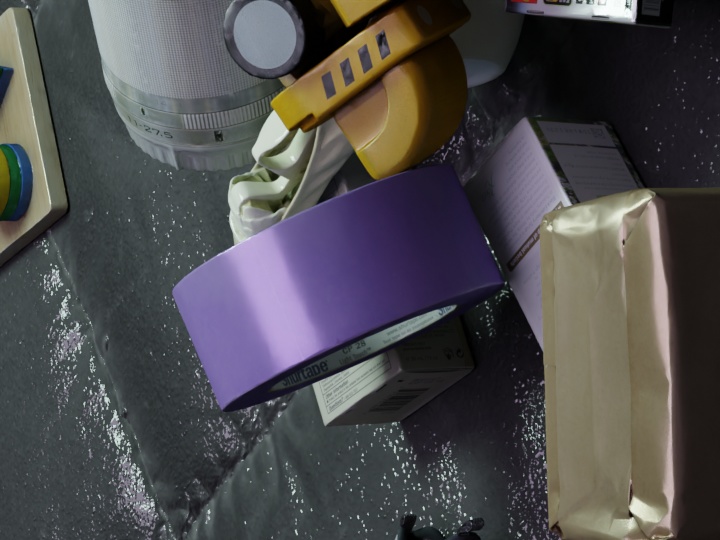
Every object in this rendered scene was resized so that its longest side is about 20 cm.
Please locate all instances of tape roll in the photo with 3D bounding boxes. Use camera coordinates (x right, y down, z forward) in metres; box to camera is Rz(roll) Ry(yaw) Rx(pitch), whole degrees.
[{"bbox_3d":[-0.014,0.012,1.465,0.200,0.199,0.085,-30,81,48],"label":"tape roll"}]

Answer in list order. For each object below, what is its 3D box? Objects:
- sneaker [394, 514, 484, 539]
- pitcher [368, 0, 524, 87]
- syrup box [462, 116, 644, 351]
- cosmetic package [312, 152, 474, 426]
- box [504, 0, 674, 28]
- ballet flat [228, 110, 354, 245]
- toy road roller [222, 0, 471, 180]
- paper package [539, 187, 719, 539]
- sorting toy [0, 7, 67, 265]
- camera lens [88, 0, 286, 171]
[{"bbox_3d":[0.071,0.235,1.547,0.200,0.077,0.141,36,118,46],"label":"sneaker"},{"bbox_3d":[0.021,-0.224,1.539,0.121,0.170,0.202,109,154,-78],"label":"pitcher"},{"bbox_3d":[0.150,0.005,1.442,0.082,0.078,0.201,-49,54,39],"label":"syrup box"},{"bbox_3d":[0.000,0.000,1.640,0.103,0.073,0.201,-36,62,46],"label":"cosmetic package"},{"bbox_3d":[0.144,-0.248,1.353,0.110,0.035,0.202,13,100,48],"label":"box"},{"bbox_3d":[-0.056,-0.068,1.601,0.201,0.069,0.070,-58,48,34],"label":"ballet flat"},{"bbox_3d":[0.029,-0.150,1.418,0.199,0.123,0.146,-33,92,27],"label":"toy road roller"},{"bbox_3d":[0.203,0.051,1.276,0.103,0.199,0.192,-3,88,52],"label":"paper package"},{"bbox_3d":[-0.362,-0.111,2.110,0.198,0.069,0.201,-32,65,47],"label":"sorting toy"},{"bbox_3d":[-0.113,-0.193,1.630,0.160,0.159,0.201,49,157,40],"label":"camera lens"}]
